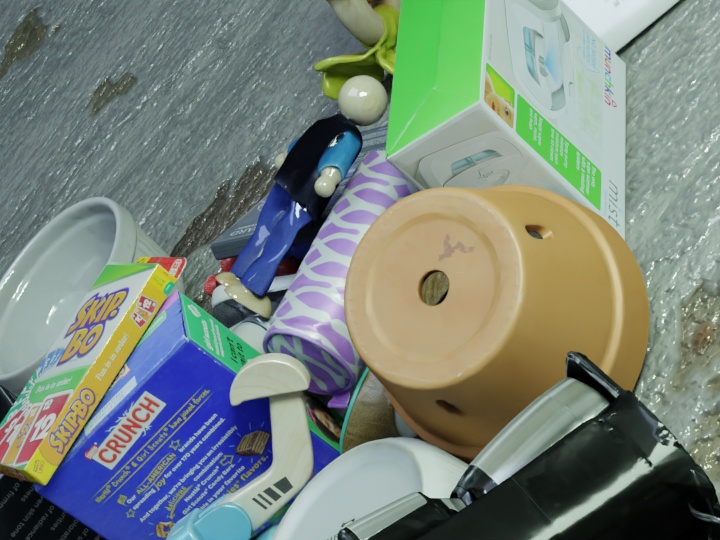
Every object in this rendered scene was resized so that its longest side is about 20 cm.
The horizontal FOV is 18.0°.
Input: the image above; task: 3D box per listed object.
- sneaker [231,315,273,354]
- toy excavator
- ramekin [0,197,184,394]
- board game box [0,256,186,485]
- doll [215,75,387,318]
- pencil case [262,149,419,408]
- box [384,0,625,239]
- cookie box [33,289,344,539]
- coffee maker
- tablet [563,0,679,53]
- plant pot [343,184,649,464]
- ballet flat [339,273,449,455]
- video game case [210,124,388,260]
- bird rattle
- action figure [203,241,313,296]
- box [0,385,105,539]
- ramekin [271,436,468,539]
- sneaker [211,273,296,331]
[{"bbox_3d":[-0.121,0.116,1.817,0.071,0.073,0.201,-24,-32,-46],"label":"sneaker"},{"bbox_3d":[-0.080,0.186,1.651,0.199,0.195,0.100,-36,3,3],"label":"toy excavator"},{"bbox_3d":[-0.253,0.042,2.109,0.200,0.105,0.201,-34,34,27],"label":"ramekin"},{"bbox_3d":[-0.207,0.067,1.704,0.201,0.030,0.095,-56,25,-17],"label":"board game box"},{"bbox_3d":[-0.044,-0.066,1.783,0.201,0.048,0.136,-58,20,6],"label":"doll"},{"bbox_3d":[0.000,0.000,1.745,0.084,0.086,0.201,2,51,44],"label":"pencil case"},{"bbox_3d":[0.112,-0.119,1.713,0.096,0.176,0.201,-30,35,32],"label":"box"},{"bbox_3d":[-0.121,0.141,1.726,0.171,0.200,0.075,-44,30,12],"label":"cookie box"},{"bbox_3d":[0.110,0.172,1.380,0.199,0.135,0.192,-36,28,-12],"label":"coffee maker"},{"bbox_3d":[0.206,-0.251,1.828,0.200,0.014,0.131,-39,62,17],"label":"tablet"},{"bbox_3d":[0.079,0.028,1.553,0.199,0.140,0.202,-9,72,29],"label":"plant pot"},{"bbox_3d":[0.053,0.068,1.719,0.072,0.068,0.201,9,58,36],"label":"ballet flat"},{"bbox_3d":[-0.020,-0.073,1.908,0.142,0.019,0.200,-11,23,38],"label":"video game case"},{"bbox_3d":[0.013,-0.263,2.051,0.112,0.163,0.201,-8,57,27],"label":"bird rattle"},{"bbox_3d":[-0.042,-0.021,1.927,0.199,0.066,0.099,-18,20,27],"label":"action figure"},{"bbox_3d":[-0.265,0.237,1.826,0.200,0.196,0.124,-51,28,0],"label":"box"},{"bbox_3d":[0.021,0.208,1.548,0.200,0.105,0.201,-35,33,27],"label":"ramekin"},{"bbox_3d":[-0.030,0.058,1.844,0.199,0.073,0.113,-11,71,29],"label":"sneaker"}]
